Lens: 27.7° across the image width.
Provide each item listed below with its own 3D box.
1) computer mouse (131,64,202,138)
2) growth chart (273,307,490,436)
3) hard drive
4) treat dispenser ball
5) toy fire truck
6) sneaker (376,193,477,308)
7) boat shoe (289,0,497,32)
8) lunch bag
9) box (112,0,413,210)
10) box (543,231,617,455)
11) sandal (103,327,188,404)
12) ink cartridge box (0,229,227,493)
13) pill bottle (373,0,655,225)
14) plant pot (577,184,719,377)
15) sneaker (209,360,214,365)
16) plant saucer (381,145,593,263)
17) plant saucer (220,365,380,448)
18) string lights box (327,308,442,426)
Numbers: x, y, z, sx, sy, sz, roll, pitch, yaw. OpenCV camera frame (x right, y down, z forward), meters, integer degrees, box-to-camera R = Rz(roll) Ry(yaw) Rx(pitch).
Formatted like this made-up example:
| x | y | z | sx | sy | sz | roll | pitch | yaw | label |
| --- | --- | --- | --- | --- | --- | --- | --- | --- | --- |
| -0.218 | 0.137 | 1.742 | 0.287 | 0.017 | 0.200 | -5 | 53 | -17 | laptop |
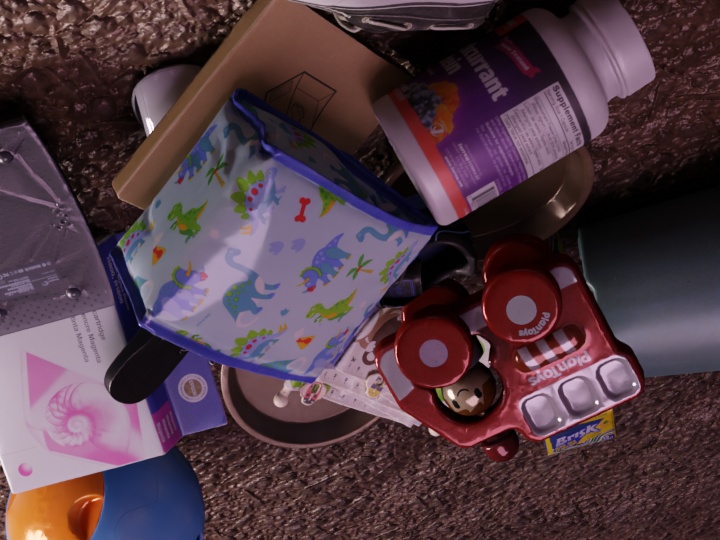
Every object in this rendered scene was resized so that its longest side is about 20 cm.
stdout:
| x | y | z | sx | sy | sz | roll | pitch | yaw | label |
| --- | --- | --- | --- | --- | --- | --- | --- | --- | --- |
| -0.132 | -0.085 | 1.167 | 0.109 | 0.044 | 0.200 | -16 | 147 | 1 | computer mouse |
| 0.034 | 0.082 | 1.333 | 0.199 | 0.018 | 0.145 | 16 | 112 | -30 | growth chart |
| -0.284 | -0.036 | 1.157 | 0.134 | 0.042 | 0.201 | -15 | 133 | 2 | hard drive |
| -0.257 | 0.251 | 1.478 | 0.200 | 0.202 | 0.201 | -9 | 147 | -6 | treat dispenser ball |
| 0.123 | 0.077 | 1.246 | 0.199 | 0.112 | 0.169 | -28 | 102 | 12 | toy fire truck |
| 0.000 | 0.000 | 1.200 | 0.199 | 0.078 | 0.070 | -22 | 139 | -10 | sneaker |
| 0.009 | -0.197 | 1.031 | 0.199 | 0.071 | 0.064 | 0 | 143 | -23 | boat shoe |
| -0.059 | -0.013 | 1.106 | 0.199 | 0.128 | 0.170 | 29 | 109 | -36 | lunch bag |
| -0.071 | -0.108 | 1.123 | 0.200 | 0.021 | 0.163 | -49 | 137 | 15 | box |
| 0.178 | 0.064 | 1.357 | 0.070 | 0.201 | 0.064 | -16 | 148 | 4 | box |
| -0.134 | 0.039 | 1.224 | 0.200 | 0.045 | 0.075 | -52 | 142 | 1 | sandal |
| -0.239 | 0.077 | 1.267 | 0.199 | 0.043 | 0.197 | -16 | 104 | 5 | ink cartridge box |
| 0.119 | -0.130 | 1.118 | 0.199 | 0.112 | 0.112 | -31 | 145 | 2 | pill bottle |
| 0.311 | 0.012 | 1.356 | 0.195 | 0.201 | 0.200 | -11 | 148 | 12 | plant pot |
| -0.160 | 0.046 | 1.341 | 0.200 | 0.079 | 0.089 | -36 | 163 | 21 | sneaker |
| 0.104 | -0.071 | 1.275 | 0.199 | 0.030 | 0.201 | -9 | 146 | -6 | plant saucer |
| -0.041 | 0.084 | 1.407 | 0.199 | 0.030 | 0.201 | -11 | 124 | -16 | plant saucer |
| 0.006 | 0.056 | 1.353 | 0.200 | 0.059 | 0.103 | 30 | 105 | -33 | string lights box |
